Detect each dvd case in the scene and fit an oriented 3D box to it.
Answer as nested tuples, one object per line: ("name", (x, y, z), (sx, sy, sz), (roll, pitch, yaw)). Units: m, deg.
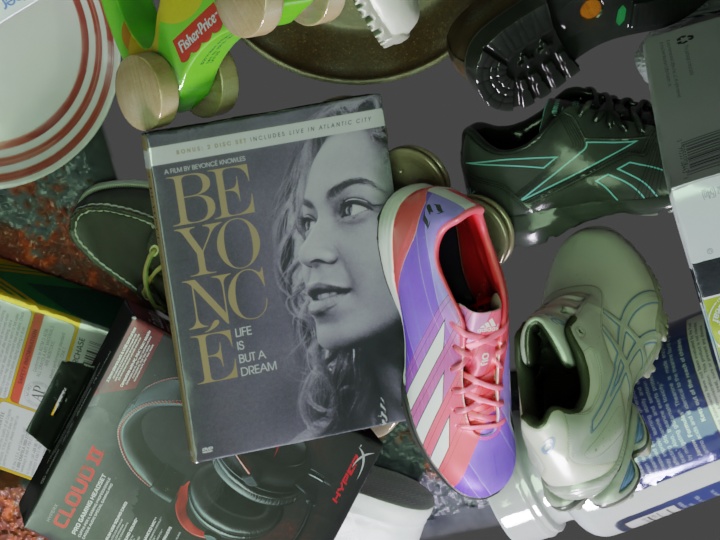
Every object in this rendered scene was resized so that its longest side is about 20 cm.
("dvd case", (-0.045, 0.004, 1.552), (0.148, 0.016, 0.202), (-10, 98, -15))

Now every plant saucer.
("plant saucer", (-0.005, -0.212, 1.549), (0.199, 0.037, 0.202), (3, 115, 7))

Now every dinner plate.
("dinner plate", (-0.246, -0.147, 1.619), (0.199, 0.024, 0.202), (3, 115, 7))

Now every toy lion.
("toy lion", (-0.099, -0.206, 1.502), (0.200, 0.068, 0.193), (-36, 74, 49))

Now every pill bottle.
("pill bottle", (0.176, 0.100, 1.618), (0.199, 0.111, 0.111), (-23, 109, 17))

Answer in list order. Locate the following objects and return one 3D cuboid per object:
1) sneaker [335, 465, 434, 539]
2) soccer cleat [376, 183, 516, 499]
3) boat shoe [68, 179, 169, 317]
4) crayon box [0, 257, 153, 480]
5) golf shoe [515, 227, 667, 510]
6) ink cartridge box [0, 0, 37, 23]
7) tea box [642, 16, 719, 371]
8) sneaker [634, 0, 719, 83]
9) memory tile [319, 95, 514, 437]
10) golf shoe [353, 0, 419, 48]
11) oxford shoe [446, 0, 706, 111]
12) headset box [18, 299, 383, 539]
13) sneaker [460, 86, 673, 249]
("sneaker", (-0.063, 0.171, 1.705), (0.199, 0.074, 0.116), (19, 112, -2))
("soccer cleat", (0.062, 0.047, 1.547), (0.068, 0.073, 0.201), (-20, 105, -29))
("boat shoe", (-0.101, 0.002, 1.624), (0.200, 0.061, 0.072), (22, 122, 14))
("crayon box", (-0.248, 0.057, 1.693), (0.199, 0.052, 0.126), (19, 115, -1))
("golf shoe", (0.132, 0.040, 1.536), (0.078, 0.201, 0.097), (-16, 137, 23))
("ink cartridge box", (-0.258, -0.154, 1.554), (0.199, 0.094, 0.044), (-28, 107, 19))
("tea box", (0.248, -0.022, 1.426), (0.133, 0.200, 0.198), (-16, 116, 11))
("sneaker", (0.269, -0.121, 1.527), (0.199, 0.075, 0.116), (-19, 107, 12))
("memory tile", (0.000, 0.000, 1.621), (0.153, 0.017, 0.201), (37, 123, 8))
("golf shoe", (0.022, -0.228, 1.481), (0.096, 0.078, 0.201), (-11, 113, 6))
("oxford shoe", (0.136, -0.174, 1.517), (0.199, 0.084, 0.073), (-27, 124, -10))
("headset box", (-0.109, 0.122, 1.604), (0.199, 0.075, 0.149), (28, 92, -12))
("sneaker", (0.154, -0.073, 1.566), (0.199, 0.075, 0.080), (-15, 108, 14))
